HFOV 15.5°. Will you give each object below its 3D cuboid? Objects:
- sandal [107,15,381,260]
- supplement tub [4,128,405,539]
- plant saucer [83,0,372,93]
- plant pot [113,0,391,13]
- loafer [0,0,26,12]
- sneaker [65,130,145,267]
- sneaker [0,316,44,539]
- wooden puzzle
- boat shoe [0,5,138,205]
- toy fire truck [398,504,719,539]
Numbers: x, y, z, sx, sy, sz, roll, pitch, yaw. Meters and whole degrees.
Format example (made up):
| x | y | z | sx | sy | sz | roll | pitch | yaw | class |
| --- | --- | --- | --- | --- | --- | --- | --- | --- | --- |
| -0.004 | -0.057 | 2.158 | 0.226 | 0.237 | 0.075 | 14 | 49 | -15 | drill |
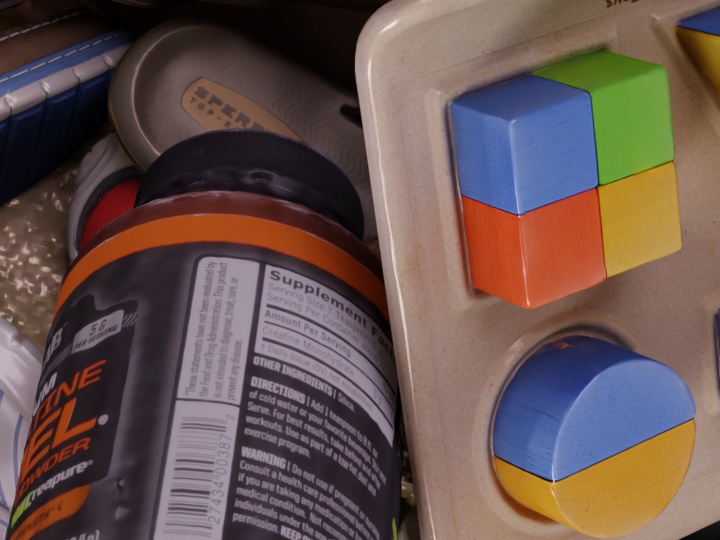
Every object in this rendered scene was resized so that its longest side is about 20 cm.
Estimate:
| x | y | z | sx | sy | sz | roll | pitch | yaw | class |
| --- | --- | --- | --- | --- | --- | --- | --- | --- | --- |
| 0.010 | -0.023 | 0.843 | 0.200 | 0.054 | 0.080 | 30 | 68 | 2 | sandal |
| -0.041 | 0.052 | 0.738 | 0.107 | 0.107 | 0.200 | 17 | 43 | -11 | supplement tub |
| -0.028 | -0.129 | 0.979 | 0.200 | 0.037 | 0.200 | 9 | 59 | -16 | plant saucer |
| 0.027 | -0.157 | 0.810 | 0.198 | 0.200 | 0.200 | 18 | 49 | 29 | plant pot |
| -0.084 | -0.148 | 0.884 | 0.200 | 0.063 | 0.072 | -44 | 113 | -44 | loafer |
| 0.000 | 0.000 | 0.901 | 0.200 | 0.077 | 0.085 | 0 | 66 | -10 | sneaker |
| -0.111 | 0.081 | 0.805 | 0.200 | 0.075 | 0.087 | 43 | 60 | 7 | sneaker |
| 0.092 | -0.003 | 0.743 | 0.185 | 0.200 | 0.046 | -21 | 29 | -30 | wooden puzzle |
| -0.162 | -0.049 | 0.858 | 0.200 | 0.072 | 0.072 | -28 | 73 | -32 | boat shoe |
| 0.110 | 0.156 | 0.830 | 0.176 | 0.129 | 0.200 | -8 | 54 | -25 | toy fire truck |
